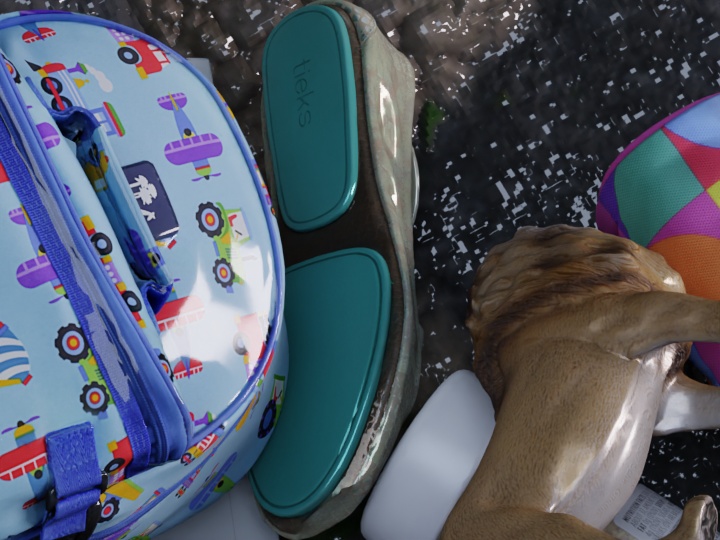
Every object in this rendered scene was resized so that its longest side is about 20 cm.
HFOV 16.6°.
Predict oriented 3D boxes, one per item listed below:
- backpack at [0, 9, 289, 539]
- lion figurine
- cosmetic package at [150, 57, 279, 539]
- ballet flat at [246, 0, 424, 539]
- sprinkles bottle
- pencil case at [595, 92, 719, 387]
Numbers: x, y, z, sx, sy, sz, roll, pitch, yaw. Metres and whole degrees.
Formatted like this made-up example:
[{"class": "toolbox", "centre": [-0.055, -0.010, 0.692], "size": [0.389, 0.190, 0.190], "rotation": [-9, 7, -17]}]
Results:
[{"class": "backpack", "centre": [-0.107, 0.005, 0.744], "size": [0.199, 0.135, 0.184], "rotation": [-18, 79, -26]}, {"class": "lion figurine", "centre": [0.064, 0.059, 0.755], "size": [0.122, 0.073, 0.200], "rotation": [1, 41, 29]}, {"class": "cosmetic package", "centre": [-0.113, 0.028, 0.838], "size": [0.150, 0.052, 0.201], "rotation": [-2, 74, -23]}, {"class": "ballet flat", "centre": [0.000, 0.000, 0.851], "size": [0.067, 0.062, 0.201], "rotation": [-14, 62, 33]}, {"class": "sprinkles bottle", "centre": [0.098, 0.112, 0.823], "size": [0.199, 0.068, 0.068], "rotation": [32, 80, 11]}, {"class": "pencil case", "centre": [0.160, 0.031, 0.817], "size": [0.088, 0.088, 0.200], "rotation": [-32, 66, -5]}]
